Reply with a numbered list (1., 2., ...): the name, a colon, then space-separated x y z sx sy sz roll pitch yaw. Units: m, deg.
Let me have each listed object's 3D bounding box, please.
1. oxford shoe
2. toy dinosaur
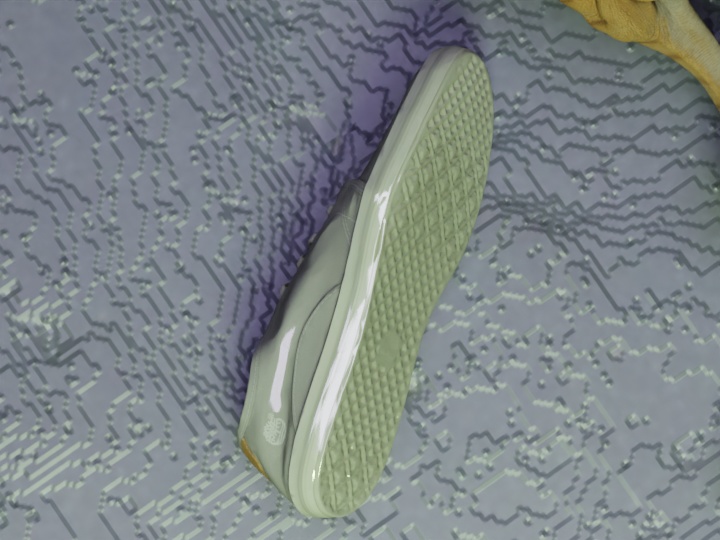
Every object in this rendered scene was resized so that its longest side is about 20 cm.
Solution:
1. oxford shoe: 0.000 0.000 1.147 0.058 0.075 0.201 16 82 35
2. toy dinosaur: 0.114 -0.109 1.136 0.200 0.061 0.106 31 129 -21
